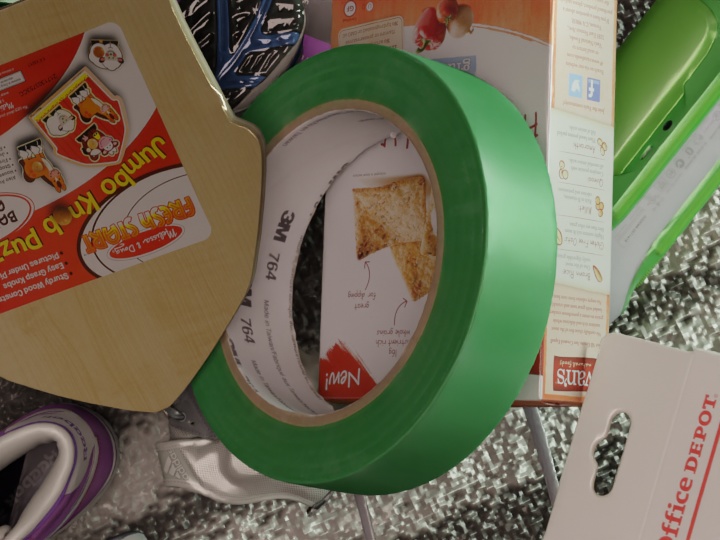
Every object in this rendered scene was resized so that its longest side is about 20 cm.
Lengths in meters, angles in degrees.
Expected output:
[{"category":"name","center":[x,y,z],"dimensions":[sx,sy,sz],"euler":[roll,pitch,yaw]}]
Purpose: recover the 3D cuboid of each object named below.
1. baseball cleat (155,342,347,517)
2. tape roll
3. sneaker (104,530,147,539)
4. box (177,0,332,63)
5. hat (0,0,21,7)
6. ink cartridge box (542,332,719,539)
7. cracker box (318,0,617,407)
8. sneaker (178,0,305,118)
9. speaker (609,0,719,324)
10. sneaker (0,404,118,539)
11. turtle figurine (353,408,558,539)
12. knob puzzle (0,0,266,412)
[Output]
[{"category":"baseball cleat","center":[-0.090,0.047,1.373],"dimensions":[0.200,0.070,0.106],"euler":[35,88,6]},{"category":"tape roll","center":[0.000,0.000,1.253],"dimensions":[0.200,0.048,0.200],"euler":[-13,71,44]},{"category":"sneaker","center":[-0.138,0.239,1.362],"dimensions":[0.146,0.077,0.202],"euler":[46,103,16]},{"category":"box","center":[-0.013,-0.184,1.391],"dimensions":[0.143,0.036,0.200],"euler":[22,92,5]},{"category":"hat","center":[-0.160,-0.087,1.363],"dimensions":[0.200,0.166,0.176],"euler":[4,117,9]},{"category":"ink cartridge box","center":[0.194,0.108,1.245],"dimensions":[0.200,0.067,0.117],"euler":[15,84,19]},{"category":"cracker box","center":[0.049,-0.036,1.299],"dimensions":[0.134,0.058,0.200],"euler":[-3,84,40]},{"category":"sneaker","center":[-0.101,-0.061,1.336],"dimensions":[0.200,0.077,0.076],"euler":[-38,77,2]},{"category":"speaker","center":[0.141,-0.064,1.347],"dimensions":[0.088,0.088,0.200],"euler":[39,92,5]},{"category":"sneaker","center":[-0.207,0.143,1.354],"dimensions":[0.073,0.114,0.200],"euler":[40,94,3]},{"category":"turtle figurine","center":[0.070,0.171,1.305],"dimensions":[0.194,0.144,0.200],"euler":[32,97,25]},{"category":"knob puzzle","center":[-0.130,-0.028,1.276],"dimensions":[0.220,0.030,0.220],"euler":[4,109,10]}]
